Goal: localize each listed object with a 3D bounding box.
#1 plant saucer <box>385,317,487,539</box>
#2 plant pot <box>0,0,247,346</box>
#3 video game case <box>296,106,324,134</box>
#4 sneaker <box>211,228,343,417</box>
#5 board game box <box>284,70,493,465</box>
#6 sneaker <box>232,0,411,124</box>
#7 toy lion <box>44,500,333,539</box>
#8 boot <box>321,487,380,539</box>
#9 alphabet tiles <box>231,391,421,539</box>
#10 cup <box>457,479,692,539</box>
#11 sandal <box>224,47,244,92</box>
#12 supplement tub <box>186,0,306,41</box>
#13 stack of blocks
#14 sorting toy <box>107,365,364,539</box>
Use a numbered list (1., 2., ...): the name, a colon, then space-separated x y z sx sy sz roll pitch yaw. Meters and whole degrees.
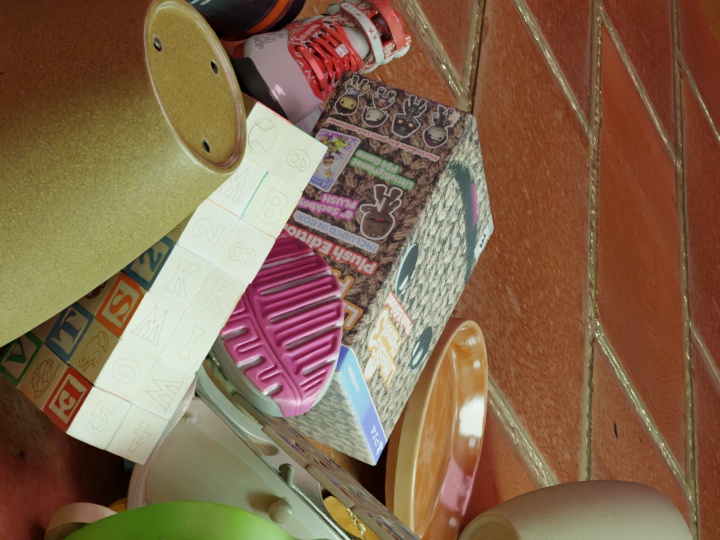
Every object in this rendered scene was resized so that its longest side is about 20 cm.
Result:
1. plant saucer: 0.058 0.136 1.390 0.200 0.032 0.202 8 90 -71
2. plant pot: -0.165 -0.062 0.887 0.186 0.199 0.187 48 32 -43
3. video game case: -0.015 -0.062 1.393 0.182 0.022 0.201 46 18 -47
4. sneaker: -0.069 0.014 1.051 0.089 0.081 0.201 104 -30 -45
5. board game box: 0.000 0.000 1.186 0.201 0.096 0.160 -62 160 -20
6. sneaker: -0.024 -0.159 1.267 0.067 0.108 0.201 61 11 -8
7. toy lion: -0.052 0.192 0.967 0.200 0.191 0.069 54 29 -36
8. boot: -0.018 0.236 1.193 0.145 0.071 0.201 61 21 -12
9. alphabet tiles: -0.003 0.134 1.045 0.166 0.006 0.200 40 -2 13
10. cup: 0.156 0.259 1.439 0.143 0.200 0.201 16 55 -32
11. sandal: -0.094 -0.066 1.216 0.057 0.079 0.202 56 24 -65
12. supplement tub: -0.110 -0.223 1.251 0.200 0.106 0.108 14 61 -65
13. stack of blocks: -0.117 -0.011 0.971 0.058 0.115 0.201 30 91 -42
14. sorting toy: -0.077 0.122 1.098 0.200 0.107 0.180 48 18 -24
